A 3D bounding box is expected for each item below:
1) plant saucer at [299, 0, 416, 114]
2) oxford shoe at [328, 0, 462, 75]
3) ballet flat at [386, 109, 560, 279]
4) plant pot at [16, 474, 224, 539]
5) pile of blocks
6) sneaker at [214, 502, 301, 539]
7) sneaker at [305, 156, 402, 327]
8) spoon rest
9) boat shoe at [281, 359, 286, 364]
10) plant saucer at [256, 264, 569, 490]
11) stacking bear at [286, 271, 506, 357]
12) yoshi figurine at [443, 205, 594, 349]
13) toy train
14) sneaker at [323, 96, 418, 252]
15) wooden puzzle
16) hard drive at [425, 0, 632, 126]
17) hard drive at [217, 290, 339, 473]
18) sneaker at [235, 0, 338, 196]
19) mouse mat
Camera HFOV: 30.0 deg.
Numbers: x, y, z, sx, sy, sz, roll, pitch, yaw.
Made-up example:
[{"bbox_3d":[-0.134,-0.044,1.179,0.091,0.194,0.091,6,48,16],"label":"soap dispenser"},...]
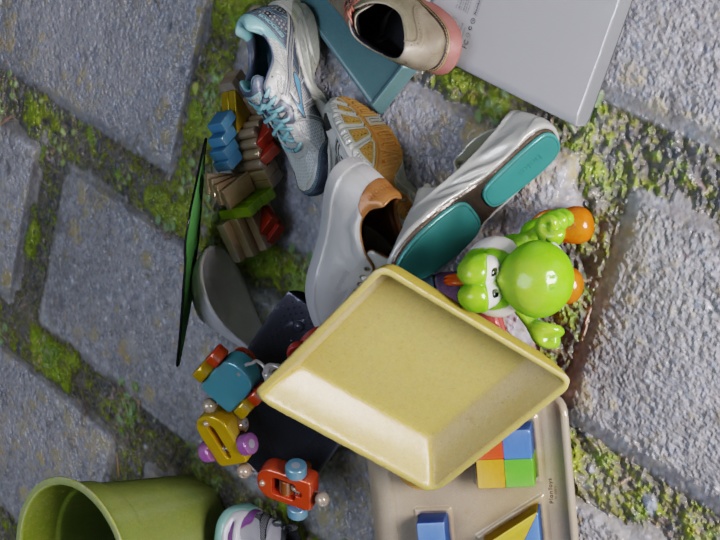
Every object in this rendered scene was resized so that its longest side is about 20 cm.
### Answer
[{"bbox_3d":[-0.018,-0.253,1.353,0.070,0.019,0.201,-48,67,34],"label":"plant saucer"},{"bbox_3d":[0.011,-0.251,1.263,0.200,0.074,0.071,40,121,40],"label":"oxford shoe"},{"bbox_3d":[0.093,-0.070,1.217,0.200,0.069,0.070,-42,66,0],"label":"ballet flat"},{"bbox_3d":[-0.255,0.311,1.524,0.198,0.189,0.203,8,102,39],"label":"plant pot"},{"bbox_3d":[-0.117,-0.113,1.416,0.062,0.082,0.203,-6,92,41],"label":"pile of blocks"},{"bbox_3d":[-0.100,0.367,1.474,0.139,0.077,0.203,9,103,40],"label":"sneaker"},{"bbox_3d":[0.000,0.000,1.262,0.084,0.072,0.202,35,135,36],"label":"sneaker"},{"bbox_3d":[-0.132,0.069,1.461,0.060,0.099,0.202,-12,103,19],"label":"spoon rest"},{"bbox_3d":[0.015,0.123,1.315,0.199,0.072,0.061,6,122,17],"label":"boat shoe"},{"bbox_3d":[0.043,0.084,1.143,0.200,0.199,0.049,-45,24,38],"label":"plant saucer"},{"bbox_3d":[0.034,0.069,1.238,0.198,0.122,0.115,-17,51,7],"label":"stacking bear"},{"bbox_3d":[0.152,0.002,1.126,0.112,0.199,0.113,-40,79,28],"label":"yoshi figurine"},{"bbox_3d":[-0.095,0.153,1.358,0.148,0.056,0.202,11,126,22],"label":"toy train"},{"bbox_3d":[0.007,-0.076,1.320,0.088,0.075,0.201,-46,65,39],"label":"sneaker"},{"bbox_3d":[0.100,0.213,1.249,0.197,0.046,0.188,-4,100,16],"label":"wooden puzzle"},{"bbox_3d":[0.143,-0.231,1.213,0.199,0.027,0.133,33,116,33],"label":"hard drive"},{"bbox_3d":[-0.066,0.127,1.402,0.134,0.042,0.201,34,115,6],"label":"hard drive"},{"bbox_3d":[-0.082,-0.171,1.366,0.077,0.086,0.203,-10,95,49],"label":"sneaker"},{"bbox_3d":[-0.180,-0.020,1.432,0.007,0.162,0.202,6,126,-3],"label":"mouse mat"}]
